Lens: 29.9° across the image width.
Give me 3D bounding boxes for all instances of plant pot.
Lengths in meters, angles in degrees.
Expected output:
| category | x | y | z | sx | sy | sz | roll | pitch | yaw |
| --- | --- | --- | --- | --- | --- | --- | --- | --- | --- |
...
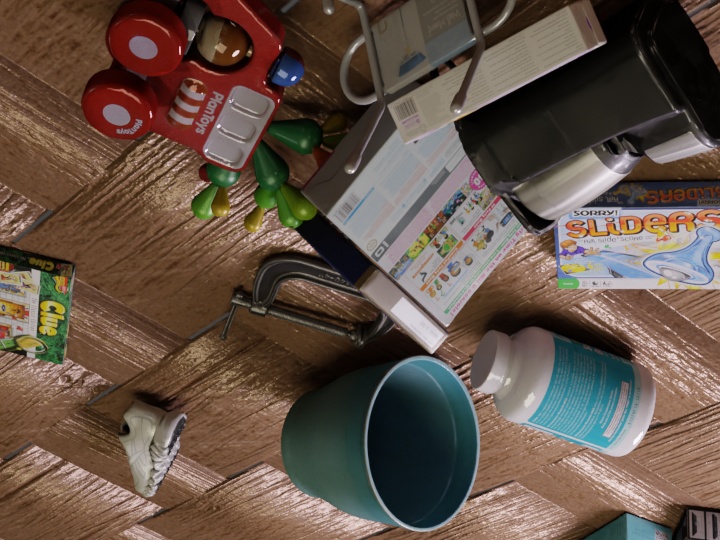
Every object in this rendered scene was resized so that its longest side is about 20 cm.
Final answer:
| category | x | y | z | sx | sy | sz | roll | pitch | yaw |
| --- | --- | --- | --- | --- | --- | --- | --- | --- | --- |
| plant pot | 0.011 | 0.208 | 1.628 | 0.187 | 0.202 | 0.200 | -7 | 144 | 46 |

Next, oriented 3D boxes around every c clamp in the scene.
| category | x | y | z | sx | sy | sz | roll | pitch | yaw |
| --- | --- | --- | --- | --- | --- | --- | --- | --- | --- |
| c clamp | -0.054 | 0.043 | 1.551 | 0.197 | 0.027 | 0.172 | 14 | 138 | -4 |

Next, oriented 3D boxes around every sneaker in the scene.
| category | x | y | z | sx | sy | sz | roll | pitch | yaw |
| --- | --- | --- | --- | --- | --- | --- | --- | --- | --- |
| sneaker | -0.289 | 0.238 | 1.829 | 0.080 | 0.076 | 0.201 | 24 | 141 | 2 |

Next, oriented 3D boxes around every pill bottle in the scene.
| category | x | y | z | sx | sy | sz | roll | pitch | yaw |
| --- | --- | --- | --- | --- | --- | --- | --- | --- | --- |
| pill bottle | 0.227 | 0.132 | 1.533 | 0.198 | 0.112 | 0.111 | 20 | 142 | -15 |

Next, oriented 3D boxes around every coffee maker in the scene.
| category | x | y | z | sx | sy | sz | roll | pitch | yaw |
| --- | --- | --- | --- | --- | --- | --- | --- | --- | --- |
| coffee maker | 0.186 | -0.148 | 1.148 | 0.191 | 0.136 | 0.199 | 34 | 136 | -29 |

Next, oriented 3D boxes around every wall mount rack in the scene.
| category | x | y | z | sx | sy | sz | roll | pitch | yaw |
| --- | --- | --- | --- | --- | --- | --- | --- | --- | --- |
| wall mount rack | 0.039 | -0.177 | 1.107 | 0.199 | 0.176 | 0.074 | -27 | 156 | 38 |

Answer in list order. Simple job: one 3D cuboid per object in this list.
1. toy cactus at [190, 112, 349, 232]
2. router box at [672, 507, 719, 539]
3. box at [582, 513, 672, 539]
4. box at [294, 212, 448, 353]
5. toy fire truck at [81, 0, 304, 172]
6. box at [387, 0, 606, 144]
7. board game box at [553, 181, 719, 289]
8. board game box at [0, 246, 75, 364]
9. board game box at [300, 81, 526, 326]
| category | x | y | z | sx | sy | sz | roll | pitch | yaw |
| --- | --- | --- | --- | --- | --- | --- | --- | --- | --- |
| toy cactus | -0.088 | -0.119 | 1.302 | 0.198 | 0.103 | 0.166 | -12 | 120 | 30 |
| router box | 0.513 | 0.408 | 1.892 | 0.155 | 0.053 | 0.201 | 6 | 144 | 3 |
| box | 0.356 | 0.417 | 1.938 | 0.081 | 0.050 | 0.200 | 21 | 142 | -17 |
| box | 0.000 | 0.000 | 1.357 | 0.032 | 0.200 | 0.121 | -47 | 126 | 2 |
| toy fire truck | -0.140 | -0.183 | 1.177 | 0.166 | 0.113 | 0.200 | 22 | 138 | -14 |
| box | 0.108 | -0.161 | 1.110 | 0.199 | 0.039 | 0.042 | -25 | 92 | 40 |
| board game box | 0.296 | -0.034 | 1.360 | 0.197 | 0.035 | 0.136 | 0 | 143 | 12 |
| board game box | -0.401 | 0.045 | 1.624 | 0.103 | 0.024 | 0.201 | 12 | 144 | -7 |
| board game box | 0.060 | -0.064 | 1.278 | 0.148 | 0.064 | 0.200 | -49 | 127 | -2 |
